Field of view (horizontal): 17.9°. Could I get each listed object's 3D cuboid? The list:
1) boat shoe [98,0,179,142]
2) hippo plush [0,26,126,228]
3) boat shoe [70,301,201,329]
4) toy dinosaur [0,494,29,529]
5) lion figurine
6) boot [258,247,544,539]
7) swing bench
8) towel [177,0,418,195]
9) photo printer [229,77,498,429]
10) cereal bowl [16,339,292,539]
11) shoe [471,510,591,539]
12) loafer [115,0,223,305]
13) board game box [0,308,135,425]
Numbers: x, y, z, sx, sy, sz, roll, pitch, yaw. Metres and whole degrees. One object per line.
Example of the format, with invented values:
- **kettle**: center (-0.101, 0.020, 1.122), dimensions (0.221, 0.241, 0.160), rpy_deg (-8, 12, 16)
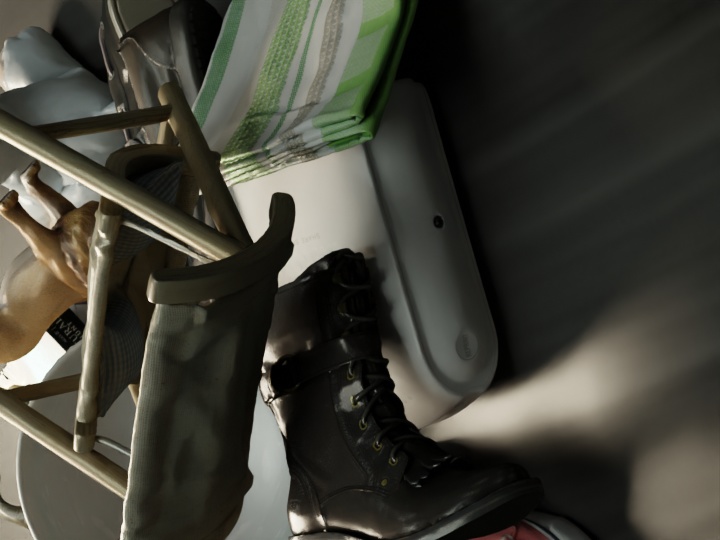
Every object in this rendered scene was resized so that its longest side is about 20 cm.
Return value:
- **boat shoe**: center (-0.125, -0.100, 1.506), dimensions (0.057, 0.066, 0.201), rpy_deg (157, 96, -71)
- **hippo plush**: center (-0.246, -0.072, 1.591), dimensions (0.199, 0.160, 0.160), rpy_deg (23, 121, 47)
- **boat shoe**: center (-0.147, 0.011, 1.587), dimensions (0.199, 0.072, 0.063), rpy_deg (-11, 75, 48)
- **toy dinosaur**: center (-0.218, 0.236, 1.774), dimensions (0.102, 0.077, 0.201), rpy_deg (-39, 67, 40)
- **lion figurine**: center (-0.216, 0.011, 1.524), dimensions (0.200, 0.073, 0.123), rpy_deg (-36, 106, 31)
- **boot**: center (0.006, 0.073, 1.279), dimensions (0.199, 0.069, 0.175), rpy_deg (-17, 80, 41)
- **swing bench**: center (-0.121, 0.031, 1.297), dimensions (0.200, 0.129, 0.200), rpy_deg (42, 132, 39)
- **towel**: center (-0.036, -0.127, 1.328), dimensions (0.200, 0.031, 0.150), rpy_deg (-15, 53, 54)
- **photo printer**: center (0.000, 0.000, 1.368), dimensions (0.166, 0.069, 0.201), rpy_deg (-14, 93, 55)
- **cereal bowl**: center (-0.126, 0.129, 1.515), dimensions (0.083, 0.199, 0.201), rpy_deg (115, 136, -88)
- **shoe**: center (0.058, 0.172, 1.341), dimensions (0.200, 0.091, 0.072), rpy_deg (30, 127, 44)
- **loafer**: center (-0.109, -0.069, 1.449), dimensions (0.071, 0.073, 0.202), rpy_deg (-7, 92, 25)
- **board game box**: center (-0.171, 0.125, 1.619), dimensions (0.200, 0.028, 0.135), rpy_deg (46, 146, 1)
